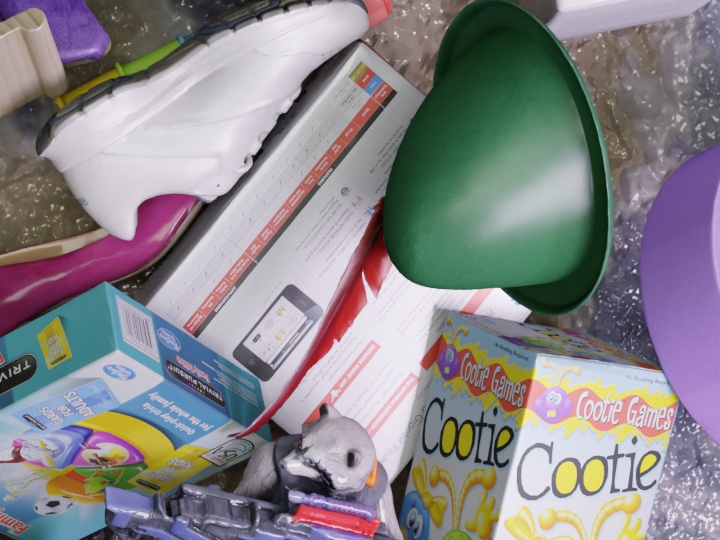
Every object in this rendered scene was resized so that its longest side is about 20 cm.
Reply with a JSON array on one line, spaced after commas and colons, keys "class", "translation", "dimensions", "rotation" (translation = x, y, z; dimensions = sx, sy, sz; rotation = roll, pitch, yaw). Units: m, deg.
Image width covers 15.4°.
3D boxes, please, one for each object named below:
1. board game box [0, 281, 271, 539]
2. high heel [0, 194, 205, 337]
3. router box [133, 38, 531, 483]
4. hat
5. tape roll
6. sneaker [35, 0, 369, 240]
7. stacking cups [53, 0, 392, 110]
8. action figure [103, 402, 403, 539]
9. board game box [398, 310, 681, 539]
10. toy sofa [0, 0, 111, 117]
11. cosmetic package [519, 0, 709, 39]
[{"class": "board game box", "translation": [-0.173, 0.094, 1.458], "dimensions": [0.199, 0.151, 0.047], "rotation": [-27, 55, 20]}, {"class": "high heel", "translation": [-0.160, -0.028, 1.529], "dimensions": [0.096, 0.067, 0.200], "rotation": [41, 89, -4]}, {"class": "router box", "translation": [0.000, 0.000, 1.526], "dimensions": [0.179, 0.049, 0.200], "rotation": [40, 89, -13]}, {"class": "hat", "translation": [0.018, -0.028, 1.393], "dimensions": [0.175, 0.165, 0.201], "rotation": [-16, 97, -27]}, {"class": "tape roll", "translation": [0.253, 0.015, 1.487], "dimensions": [0.199, 0.066, 0.201], "rotation": [14, 64, -31]}, {"class": "sneaker", "translation": [-0.080, -0.092, 1.483], "dimensions": [0.199, 0.075, 0.087], "rotation": [-30, 103, 1]}, {"class": "stacking cups", "translation": [-0.078, -0.123, 1.533], "dimensions": [0.199, 0.061, 0.061], "rotation": [-28, 91, -1]}, {"class": "action figure", "translation": [-0.063, 0.135, 1.463], "dimensions": [0.199, 0.194, 0.105], "rotation": [20, 45, -25]}, {"class": "board game box", "translation": [0.091, 0.137, 1.490], "dimensions": [0.103, 0.105, 0.201], "rotation": [9, 97, -30]}, {"class": "toy sofa", "translation": [-0.225, -0.188, 1.484], "dimensions": [0.097, 0.083, 0.200], "rotation": [-28, 68, -8]}, {"class": "cosmetic package", "translation": [0.142, -0.175, 1.469], "dimensions": [0.101, 0.200, 0.072], "rotation": [-11, 91, -2]}]
